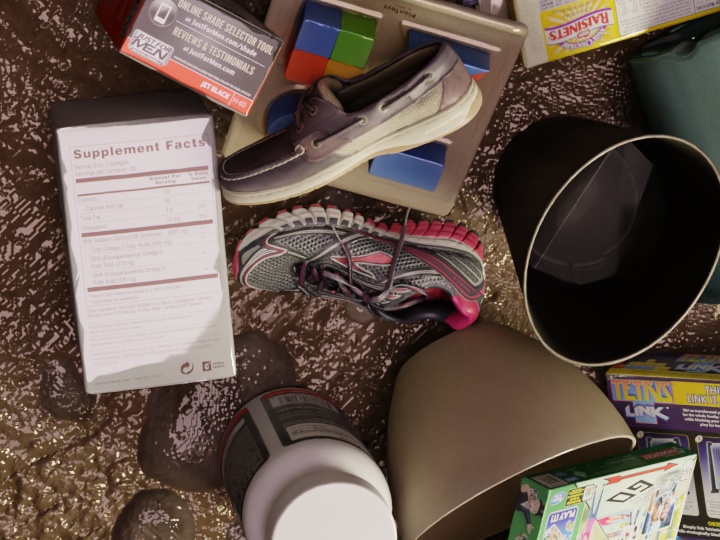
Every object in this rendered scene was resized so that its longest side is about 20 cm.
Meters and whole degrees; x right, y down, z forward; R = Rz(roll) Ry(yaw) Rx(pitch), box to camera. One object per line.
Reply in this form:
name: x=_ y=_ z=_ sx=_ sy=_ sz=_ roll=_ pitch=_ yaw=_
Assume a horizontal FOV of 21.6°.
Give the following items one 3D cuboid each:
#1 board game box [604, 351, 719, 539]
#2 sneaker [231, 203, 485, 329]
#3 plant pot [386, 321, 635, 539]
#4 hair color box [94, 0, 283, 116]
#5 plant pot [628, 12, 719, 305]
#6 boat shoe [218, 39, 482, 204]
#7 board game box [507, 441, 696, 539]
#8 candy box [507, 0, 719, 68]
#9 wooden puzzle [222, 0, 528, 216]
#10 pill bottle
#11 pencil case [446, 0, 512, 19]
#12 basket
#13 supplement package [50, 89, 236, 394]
board game box: x=0.307 y=0.154 z=1.535 sx=0.057 sy=0.199 sz=0.166 roll=-29 pitch=114 yaw=-49
sneaker: x=0.000 y=0.000 z=1.461 sx=0.199 sy=0.075 sz=0.081 roll=2 pitch=144 yaw=-5
plant pot: x=0.099 y=0.121 z=1.492 sx=0.199 sy=0.200 sz=0.135 roll=-24 pitch=71 yaw=-6
hair color box: x=-0.126 y=-0.173 z=1.341 sx=0.101 sy=0.200 sz=0.061 roll=26 pitch=97 yaw=-17
plant pot: x=0.313 y=-0.105 z=1.472 sx=0.199 sy=0.200 sz=0.197 roll=-25 pitch=101 yaw=-5
boat shoe: x=-0.015 y=-0.108 z=1.337 sx=0.199 sy=0.072 sz=0.065 roll=-20 pitch=121 yaw=12
board game box: x=0.182 y=0.212 z=1.469 sx=0.199 sy=0.029 sz=0.135 roll=-6 pitch=112 yaw=-47
candy box: x=0.205 y=-0.228 z=1.410 sx=0.199 sy=0.026 sz=0.103 roll=-17 pitch=118 yaw=-7
wooden puzzle: x=0.007 y=-0.123 z=1.391 sx=0.184 sy=0.046 sz=0.201 roll=14 pitch=133 yaw=-10
pill bottle: x=-0.040 y=0.172 z=1.449 sx=0.115 sy=0.200 sz=0.117 roll=-3 pitch=105 yaw=-11
pencil case: x=0.162 y=-0.235 z=1.454 sx=0.199 sy=0.078 sz=0.090 roll=-14 pitch=134 yaw=-8
basket: x=0.175 y=-0.041 z=1.439 sx=0.135 sy=0.200 sz=0.181 roll=28 pitch=100 yaw=-15
supplement package: x=-0.164 y=-0.025 z=1.415 sx=0.116 sy=0.117 sz=0.201 roll=-6 pitch=105 yaw=-9
